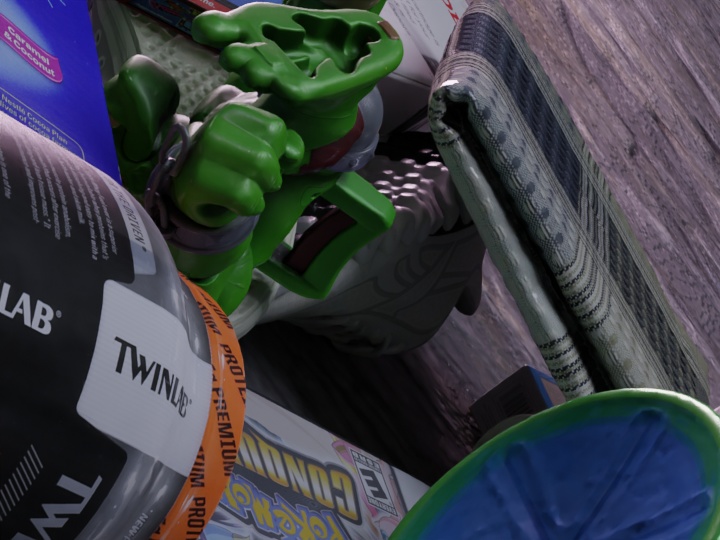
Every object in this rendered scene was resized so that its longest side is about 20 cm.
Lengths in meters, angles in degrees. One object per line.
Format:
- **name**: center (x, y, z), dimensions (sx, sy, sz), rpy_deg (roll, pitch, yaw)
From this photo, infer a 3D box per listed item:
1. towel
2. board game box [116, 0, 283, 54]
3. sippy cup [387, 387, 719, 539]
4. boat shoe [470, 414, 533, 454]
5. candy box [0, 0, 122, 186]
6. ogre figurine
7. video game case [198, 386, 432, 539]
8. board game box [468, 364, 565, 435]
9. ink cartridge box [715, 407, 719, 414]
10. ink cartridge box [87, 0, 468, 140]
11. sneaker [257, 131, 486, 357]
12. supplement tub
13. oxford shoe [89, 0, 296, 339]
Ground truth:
- **towel**: center (0.082, -0.004, 0.923), dimensions (0.200, 0.035, 0.193), rpy_deg (59, 13, -12)
- **board game box**: center (-0.088, -0.144, 0.882), dimensions (0.200, 0.019, 0.103), rpy_deg (27, 44, -4)
- **sippy cup**: center (0.088, 0.129, 0.751), dimensions (0.130, 0.140, 0.178), rpy_deg (54, 42, -27)
- **boat shoe**: center (0.104, 0.145, 0.885), dimensions (0.060, 0.074, 0.200), rpy_deg (-5, 62, -53)
- **candy box**: center (-0.162, -0.098, 0.713), dimensions (0.169, 0.077, 0.200), rpy_deg (36, 27, -36)
- **ogre figurine**: center (-0.028, -0.049, 0.745), dimensions (0.098, 0.120, 0.200), rpy_deg (15, 40, -17)
- **video game case**: center (-0.016, 0.113, 0.754), dimensions (0.200, 0.025, 0.181), rpy_deg (32, 28, -45)
- **board game box**: center (0.130, 0.145, 1.014), dimensions (0.134, 0.034, 0.200), rpy_deg (28, 31, -49)
- **ink cartridge box**: center (0.259, 0.157, 1.188), dimensions (0.147, 0.083, 0.200), rpy_deg (23, 35, -53)
- **ink cartridge box**: center (-0.031, -0.112, 1.018), dimensions (0.200, 0.083, 0.147), rpy_deg (12, 45, -60)
- **sneaker**: center (0.000, 0.000, 0.921), dimensions (0.200, 0.075, 0.081), rpy_deg (-21, 119, -56)
- **supplement tub**: center (-0.125, 0.009, 0.546), dimensions (0.200, 0.123, 0.123), rpy_deg (30, 29, -45)
- **oxford shoe**: center (-0.068, -0.041, 0.851), dimensions (0.075, 0.058, 0.200), rpy_deg (12, 40, -24)
